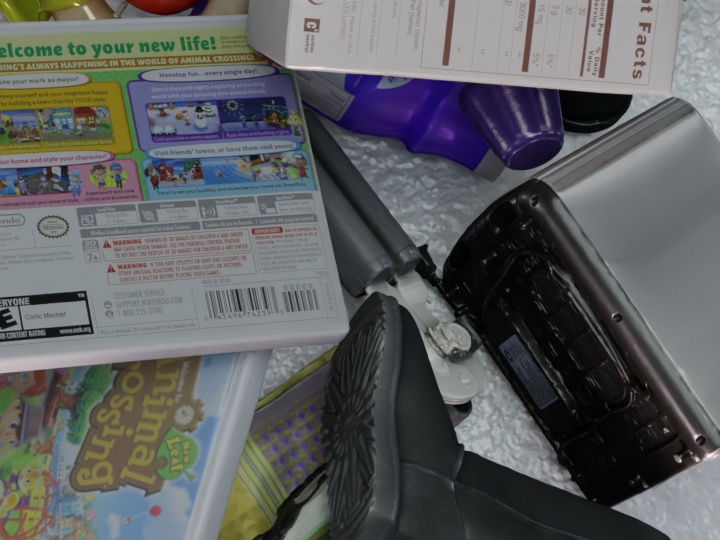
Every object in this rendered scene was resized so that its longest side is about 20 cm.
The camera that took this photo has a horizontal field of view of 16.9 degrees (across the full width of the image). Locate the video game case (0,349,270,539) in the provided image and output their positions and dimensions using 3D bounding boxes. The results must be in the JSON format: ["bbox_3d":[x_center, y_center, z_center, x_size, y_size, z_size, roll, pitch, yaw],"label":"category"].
[{"bbox_3d":[-0.146,0.085,1.254,0.182,0.022,0.200,4,64,25],"label":"video game case"}]

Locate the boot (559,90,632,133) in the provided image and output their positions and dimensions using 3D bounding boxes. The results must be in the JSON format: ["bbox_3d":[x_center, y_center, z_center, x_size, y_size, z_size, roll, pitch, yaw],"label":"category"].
[{"bbox_3d":[0.117,-0.189,1.364,0.076,0.168,0.201,-18,82,-15],"label":"boot"}]

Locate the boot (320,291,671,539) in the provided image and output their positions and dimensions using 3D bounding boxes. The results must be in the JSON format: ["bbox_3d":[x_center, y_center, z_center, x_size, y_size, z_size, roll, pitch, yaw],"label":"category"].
[{"bbox_3d":[0.080,0.112,1.266,0.200,0.066,0.165,21,47,-21],"label":"boot"}]

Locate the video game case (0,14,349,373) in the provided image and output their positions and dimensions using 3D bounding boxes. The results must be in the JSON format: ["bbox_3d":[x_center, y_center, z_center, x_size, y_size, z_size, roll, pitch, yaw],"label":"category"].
[{"bbox_3d":[-0.116,-0.042,1.218,0.200,0.022,0.182,-5,70,-22],"label":"video game case"}]

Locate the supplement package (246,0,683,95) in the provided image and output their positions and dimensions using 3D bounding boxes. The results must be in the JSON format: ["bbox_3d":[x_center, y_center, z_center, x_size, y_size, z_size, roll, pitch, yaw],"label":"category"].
[{"bbox_3d":[0.053,-0.157,1.219,0.199,0.117,0.118,3,100,-14],"label":"supplement package"}]

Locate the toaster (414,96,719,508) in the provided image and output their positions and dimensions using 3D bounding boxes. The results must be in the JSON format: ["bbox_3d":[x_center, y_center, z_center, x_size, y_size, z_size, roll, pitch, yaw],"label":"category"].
[{"bbox_3d":[0.142,0.017,1.318,0.119,0.181,0.200,-32,84,-22],"label":"toaster"}]

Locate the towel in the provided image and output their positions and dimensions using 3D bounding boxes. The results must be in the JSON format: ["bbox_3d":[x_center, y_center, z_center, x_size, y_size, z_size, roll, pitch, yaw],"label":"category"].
[{"bbox_3d":[-0.015,0.157,1.333,0.143,0.023,0.200,-29,84,-17],"label":"towel"}]

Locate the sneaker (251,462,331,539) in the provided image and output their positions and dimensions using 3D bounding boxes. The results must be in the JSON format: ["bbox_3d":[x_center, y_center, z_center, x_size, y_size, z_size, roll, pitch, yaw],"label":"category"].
[{"bbox_3d":[-0.018,0.166,1.251,0.089,0.077,0.200,49,46,-3],"label":"sneaker"}]

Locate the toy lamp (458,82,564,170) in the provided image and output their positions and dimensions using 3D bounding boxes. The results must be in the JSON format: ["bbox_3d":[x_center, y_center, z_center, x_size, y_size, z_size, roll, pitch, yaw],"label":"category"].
[{"bbox_3d":[0.062,-0.146,1.345,0.058,0.058,0.200,-15,62,-14],"label":"toy lamp"}]

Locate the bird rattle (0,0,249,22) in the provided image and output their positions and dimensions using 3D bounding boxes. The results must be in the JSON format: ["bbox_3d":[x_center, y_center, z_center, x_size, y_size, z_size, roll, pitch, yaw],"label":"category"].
[{"bbox_3d":[-0.121,-0.148,1.311,0.200,0.113,0.163,46,116,13],"label":"bird rattle"}]

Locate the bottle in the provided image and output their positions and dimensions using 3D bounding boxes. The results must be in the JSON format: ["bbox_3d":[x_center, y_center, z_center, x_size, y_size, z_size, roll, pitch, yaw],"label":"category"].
[{"bbox_3d":[0.003,-0.121,1.379,0.200,0.065,0.084,32,73,-2],"label":"bottle"}]

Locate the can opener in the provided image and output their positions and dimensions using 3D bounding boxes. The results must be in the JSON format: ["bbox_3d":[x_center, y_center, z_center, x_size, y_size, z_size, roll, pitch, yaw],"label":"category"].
[{"bbox_3d":[0.000,0.000,1.352,0.053,0.066,0.200,-17,71,-54],"label":"can opener"}]
